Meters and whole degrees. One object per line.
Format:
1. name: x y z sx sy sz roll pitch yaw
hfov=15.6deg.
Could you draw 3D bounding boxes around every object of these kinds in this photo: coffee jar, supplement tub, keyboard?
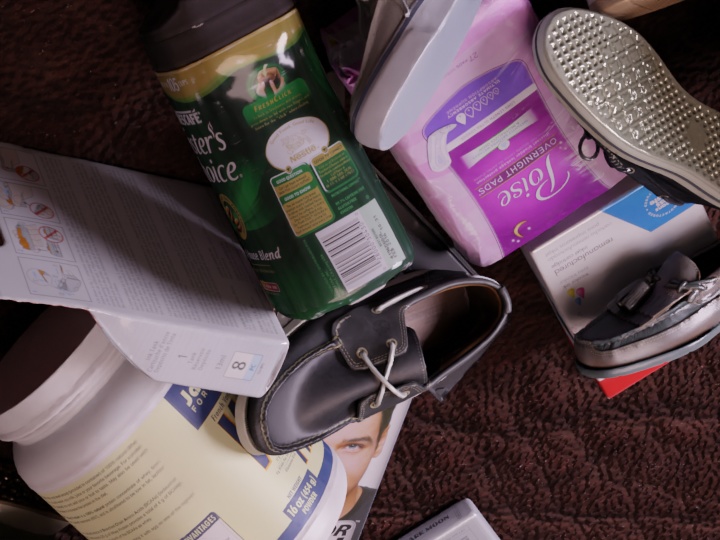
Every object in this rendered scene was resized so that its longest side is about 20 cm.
1. coffee jar: -0.050 -0.076 1.492 0.085 0.104 0.201 -28 100 -11
2. supplement tub: -0.121 0.109 1.610 0.145 0.145 0.200 -41 109 13
3. keyboard: 0.000 0.000 1.660 0.104 0.040 0.200 -47 115 -5

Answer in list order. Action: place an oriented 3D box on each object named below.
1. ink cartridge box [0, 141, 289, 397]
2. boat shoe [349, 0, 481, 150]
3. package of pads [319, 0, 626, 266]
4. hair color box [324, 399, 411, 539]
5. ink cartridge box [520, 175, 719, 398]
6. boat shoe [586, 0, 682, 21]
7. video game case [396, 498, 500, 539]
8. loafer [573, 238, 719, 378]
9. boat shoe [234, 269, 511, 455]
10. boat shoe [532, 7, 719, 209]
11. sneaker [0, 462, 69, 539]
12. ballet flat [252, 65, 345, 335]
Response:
1. ink cartridge box: -0.156 -0.004 1.520 0.199 0.160 0.047 10 123 -30
2. boat shoe: 0.023 -0.169 1.479 0.203 0.086 0.075 -65 167 -10
3. package of pads: 0.070 -0.102 1.595 0.120 0.076 0.200 -33 134 4
4. hair color box: -0.041 0.128 1.752 0.098 0.061 0.201 2 126 -25
5. ink cartridge box: 0.181 0.002 1.737 0.116 0.067 0.200 -31 133 1
6. boat shoe: 0.216 -0.206 1.578 0.199 0.065 0.072 -21 178 -21
7. video game case: 0.044 0.271 1.938 0.181 0.023 0.200 -32 134 4
8. loafer: 0.218 0.003 1.674 0.199 0.072 0.063 -24 114 -16
9. boat shoe: 0.007 0.053 1.586 0.199 0.067 0.072 -29 113 -35
10. boat shoe: 0.163 -0.092 1.574 0.062 0.075 0.200 -5 153 46
11. sneaker: -0.279 0.157 1.664 0.200 0.067 0.090 24 111 -40
12. ballet flat: -0.047 -0.029 1.589 0.067 0.046 0.201 -25 125 -62
